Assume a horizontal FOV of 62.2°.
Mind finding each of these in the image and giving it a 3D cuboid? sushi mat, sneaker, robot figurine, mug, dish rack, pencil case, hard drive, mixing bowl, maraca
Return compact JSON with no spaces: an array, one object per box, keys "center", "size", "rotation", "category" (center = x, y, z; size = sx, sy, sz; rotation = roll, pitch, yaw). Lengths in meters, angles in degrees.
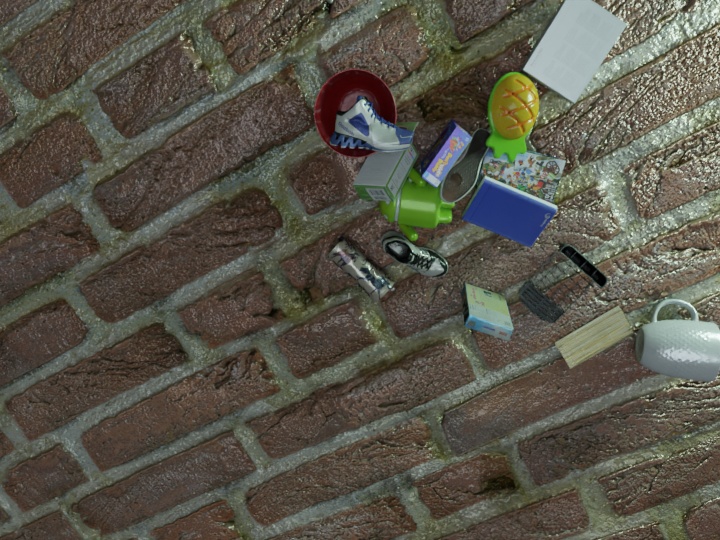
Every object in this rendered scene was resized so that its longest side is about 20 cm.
[{"center":[0.634,0.183,1.618],"size":[0.198,0.012,0.096],"rotation":[-34,101,15],"category":"sushi mat"},{"center":[0.254,-0.244,1.459],"size":[0.072,0.085,0.202],"rotation":[34,82,-3],"category":"sneaker"},{"center":[0.135,-0.171,1.502],"size":[0.196,0.117,0.178],"rotation":[8,126,3],"category":"robot figurine"},{"center":[0.139,-0.030,1.564],"size":[0.197,0.088,0.077],"rotation":[25,107,-4],"category":"sneaker"},{"center":[0.812,0.175,1.541],"size":[0.172,0.148,0.204],"rotation":[5,79,12],"category":"mug"},{"center":[0.521,0.042,1.564],"size":[0.153,0.055,0.201],"rotation":[38,108,-6],"category":"dish rack"},{"center":[0.000,0.000,1.594],"size":[0.200,0.089,0.078],"rotation":[43,79,-9],"category":"pencil case"},{"center":[0.372,-0.145,1.501],"size":[0.197,0.026,0.133],"rotation":[21,133,-6],"category":"hard drive"},{"center":[0.026,-0.338,1.366],"size":[0.195,0.081,0.118],"rotation":[5,111,6],"category":"sneaker"},{"center":[-0.007,-0.384,1.453],"size":[0.196,0.109,0.204],"rotation":[2,109,6],"category":"mixing bowl"},{"center":[0.357,-0.363,1.415],"size":[0.134,0.107,0.204],"rotation":[6,98,-17],"category":"maraca"}]

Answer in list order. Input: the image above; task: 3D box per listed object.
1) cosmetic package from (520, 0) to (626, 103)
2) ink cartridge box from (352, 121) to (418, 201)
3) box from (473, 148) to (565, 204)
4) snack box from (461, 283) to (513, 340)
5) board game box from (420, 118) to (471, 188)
[{"center":[0.490,-0.518,1.387],"size":[0.149,0.052,0.202],"rotation":[30,108,-6],"category":"cosmetic package"},{"center":[0.072,-0.267,1.458],"size":[0.102,0.202,0.059],"rotation":[8,152,39],"category":"ink cartridge box"},{"center":[0.396,-0.231,1.497],"size":[0.196,0.038,0.139],"rotation":[12,109,2],"category":"box"},{"center":[0.320,0.101,1.526],"size":[0.114,0.201,0.038],"rotation":[18,113,0],"category":"snack box"},{"center":[0.199,-0.281,1.416],"size":[0.044,0.200,0.135],"rotation":[34,109,-6],"category":"board game box"}]
